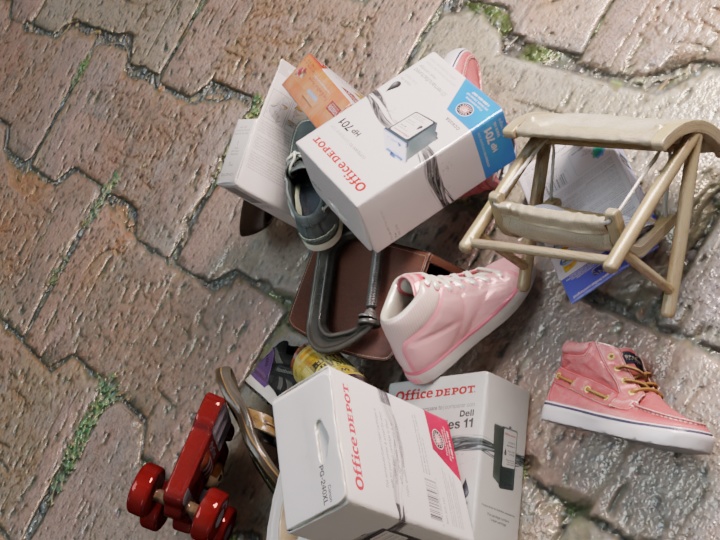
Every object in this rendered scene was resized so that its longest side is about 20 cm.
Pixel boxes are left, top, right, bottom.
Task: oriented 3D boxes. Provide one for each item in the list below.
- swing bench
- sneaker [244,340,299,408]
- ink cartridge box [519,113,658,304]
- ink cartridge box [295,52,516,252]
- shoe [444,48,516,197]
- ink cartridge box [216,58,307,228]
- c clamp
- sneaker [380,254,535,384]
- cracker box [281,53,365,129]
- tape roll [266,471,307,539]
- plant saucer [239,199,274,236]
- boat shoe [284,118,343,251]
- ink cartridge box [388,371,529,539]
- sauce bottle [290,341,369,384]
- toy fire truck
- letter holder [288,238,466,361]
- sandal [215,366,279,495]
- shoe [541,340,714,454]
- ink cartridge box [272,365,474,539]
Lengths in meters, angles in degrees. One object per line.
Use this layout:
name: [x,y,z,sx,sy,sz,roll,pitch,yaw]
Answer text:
swing bench: [0.239,-0.077,1.288,0.199,0.130,0.200,10,74,45]
sneaker: [-0.069,0.148,1.577,0.088,0.076,0.200,-55,42,-2]
ink cartridge box: [0.255,-0.064,1.389,0.119,0.042,0.200,-36,46,24]
ink cartridge box: [0.051,-0.136,1.426,0.200,0.086,0.146,-34,49,-10]
shoe: [0.145,-0.184,1.534,0.091,0.071,0.200,-8,66,36]
ink cartridge box: [-0.076,-0.152,1.645,0.045,0.200,0.176,6,73,46]
c clamp: [0.000,0.000,1.467,0.171,0.027,0.200,-4,68,44]
sneaker: [0.104,0.025,1.394,0.200,0.105,0.075,-41,21,-18]
cracker box: [0.007,-0.174,1.572,0.058,0.200,0.134,-48,44,12]
tape roll: [-0.045,0.275,1.422,0.202,0.071,0.203,-166,90,-74]
plant saucer: [-0.119,-0.137,1.728,0.032,0.200,0.200,19,80,4]
boat shoe: [-0.058,-0.119,1.534,0.073,0.062,0.200,-15,53,14]
ink cartridge box: [0.097,0.218,1.364,0.146,0.083,0.200,-13,60,40]
sauce bottle: [-0.020,0.140,1.455,0.066,0.066,0.200,-60,30,3]
toy fire truck: [-0.201,0.256,1.585,0.112,0.200,0.168,20,69,9]
letter holder: [0.024,0.042,1.520,0.200,0.101,0.142,16,83,48]
sandal: [-0.123,0.201,1.582,0.055,0.082,0.200,-24,62,-9]
shoe: [0.268,0.123,1.251,0.200,0.071,0.091,7,80,51]
ink cartridge box: [0.011,0.200,1.245,0.083,0.200,0.145,-31,51,29]
